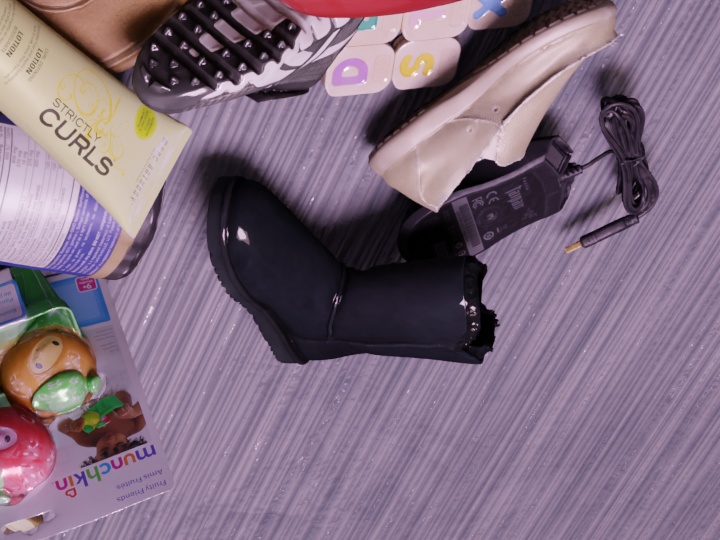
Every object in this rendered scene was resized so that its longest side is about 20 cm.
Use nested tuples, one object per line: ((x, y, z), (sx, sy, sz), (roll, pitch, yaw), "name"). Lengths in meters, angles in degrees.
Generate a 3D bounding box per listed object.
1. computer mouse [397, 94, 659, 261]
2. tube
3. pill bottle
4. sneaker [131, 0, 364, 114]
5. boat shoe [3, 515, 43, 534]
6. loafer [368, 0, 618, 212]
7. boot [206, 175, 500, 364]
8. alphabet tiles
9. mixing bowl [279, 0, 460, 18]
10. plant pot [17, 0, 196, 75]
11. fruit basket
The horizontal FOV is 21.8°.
((0.122, -0.052, 1.362), (0.199, 0.046, 0.141), (-29, 141, 3), "computer mouse")
((-0.173, -0.101, 1.073), (0.058, 0.052, 0.200), (-32, 136, 15), "tube")
((-0.229, -0.061, 1.143), (0.198, 0.112, 0.112), (9, 125, -30), "pill bottle")
((-0.060, -0.132, 1.133), (0.200, 0.066, 0.091), (-37, 159, -36), "sneaker")
((-0.308, 0.149, 1.326), (0.066, 0.072, 0.201), (-41, 138, 7), "boat shoe")
((0.098, -0.111, 1.265), (0.199, 0.076, 0.068), (-35, 100, 20), "loafer")
((0.000, 0.000, 1.283), (0.166, 0.077, 0.201), (-3, 145, 19), "boot")
((0.032, -0.200, 1.207), (0.194, 0.015, 0.201), (-7, 132, -19), "alphabet tiles")
((-0.022, -0.218, 1.046), (0.108, 0.201, 0.200), (-26, 136, 13), "mixing bowl")
((-0.171, -0.179, 1.057), (0.198, 0.028, 0.201), (-13, 134, -14), "plant pot")
((-0.233, 0.092, 1.217), (0.184, 0.201, 0.094), (-19, 136, -6), "fruit basket")
